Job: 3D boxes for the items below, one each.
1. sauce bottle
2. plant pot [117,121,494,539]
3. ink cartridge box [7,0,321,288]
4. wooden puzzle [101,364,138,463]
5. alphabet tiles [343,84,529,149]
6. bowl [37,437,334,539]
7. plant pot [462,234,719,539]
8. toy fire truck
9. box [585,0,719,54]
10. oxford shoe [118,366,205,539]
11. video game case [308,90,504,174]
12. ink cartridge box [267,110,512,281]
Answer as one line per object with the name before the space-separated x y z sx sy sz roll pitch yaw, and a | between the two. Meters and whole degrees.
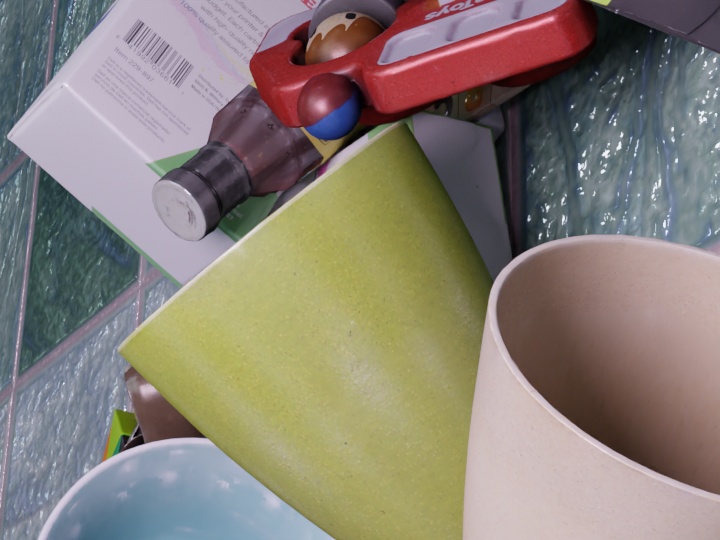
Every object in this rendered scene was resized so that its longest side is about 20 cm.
sauce bottle | -0.040 -0.086 1.201 0.200 0.066 0.066 -45 9 -37
plant pot | 0.011 0.060 1.052 0.187 0.200 0.187 -39 0 0
ink cartridge box | -0.098 -0.114 1.271 0.087 0.145 0.201 -33 21 51
wooden puzzle | -0.169 0.176 1.425 0.185 0.037 0.202 -145 65 -78
alphabet tiles | 0.046 -0.150 1.267 0.200 0.008 0.168 -30 50 52
bowl | -0.102 0.210 1.224 0.105 0.199 0.202 118 157 -62
plant pot | 0.117 0.119 0.885 0.188 0.186 0.201 -114 34 -51
toy fire truck | 0.031 -0.127 1.081 0.199 0.113 0.168 -15 23 19
box | 0.158 -0.233 1.029 0.149 0.124 0.201 -53 34 34
oxford shoe | -0.114 0.133 1.310 0.073 0.084 0.201 -100 4 -59
video game case | 0.015 -0.092 1.323 0.200 0.023 0.183 -50 36 37
ink cartridge box | 0.000 0.000 1.224 0.200 0.067 0.118 -31 59 47
